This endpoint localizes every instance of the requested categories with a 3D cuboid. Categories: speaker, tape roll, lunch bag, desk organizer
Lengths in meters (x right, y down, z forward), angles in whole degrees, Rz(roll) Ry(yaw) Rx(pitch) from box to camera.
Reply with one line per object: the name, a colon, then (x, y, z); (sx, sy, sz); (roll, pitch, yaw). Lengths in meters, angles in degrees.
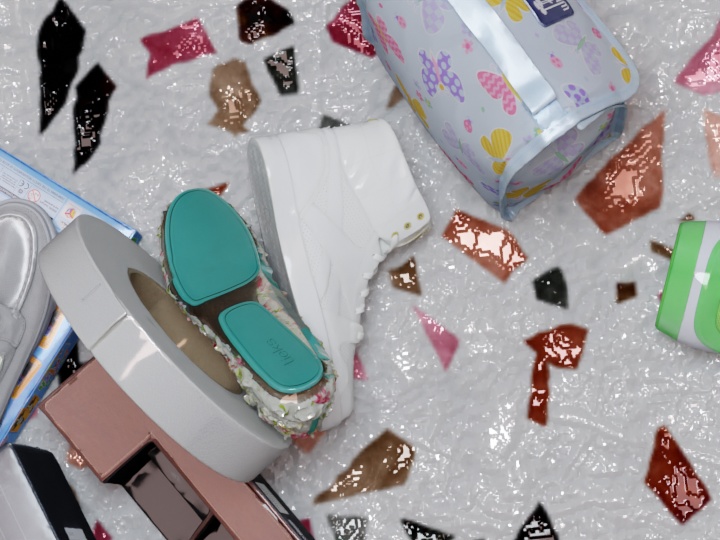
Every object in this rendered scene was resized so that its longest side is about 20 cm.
speaker: (0.296, 0.027, 1.628); (0.200, 0.088, 0.089); (14, 84, 6)
tape roll: (-0.124, 0.049, 1.600); (0.037, 0.203, 0.203); (-42, 81, 8)
lunch bag: (0.088, -0.138, 1.609); (0.127, 0.200, 0.170); (-37, 80, 0)
desk organizer: (-0.116, 0.139, 1.656); (0.077, 0.072, 0.200); (-41, 81, 1)

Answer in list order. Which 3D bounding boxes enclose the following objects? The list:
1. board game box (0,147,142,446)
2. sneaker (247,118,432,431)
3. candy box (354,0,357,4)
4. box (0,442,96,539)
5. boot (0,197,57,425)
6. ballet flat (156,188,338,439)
board game box: (-0.264, 0.021, 1.700); (0.151, 0.037, 0.200); (31, 85, 7)
sneaker: (0.000, 0.000, 1.661); (0.115, 0.074, 0.200); (-13, 101, -18)
candy box: (0.030, -0.239, 1.626); (0.115, 0.200, 0.055); (-28, 82, 1)
box: (-0.250, 0.242, 1.591); (0.196, 0.124, 0.200); (-28, 81, 3)
boot: (-0.250, 0.045, 1.629); (0.073, 0.096, 0.200); (15, 84, 6)
ballet flat: (-0.077, 0.033, 1.615); (0.076, 0.064, 0.200); (-20, 51, -14)
